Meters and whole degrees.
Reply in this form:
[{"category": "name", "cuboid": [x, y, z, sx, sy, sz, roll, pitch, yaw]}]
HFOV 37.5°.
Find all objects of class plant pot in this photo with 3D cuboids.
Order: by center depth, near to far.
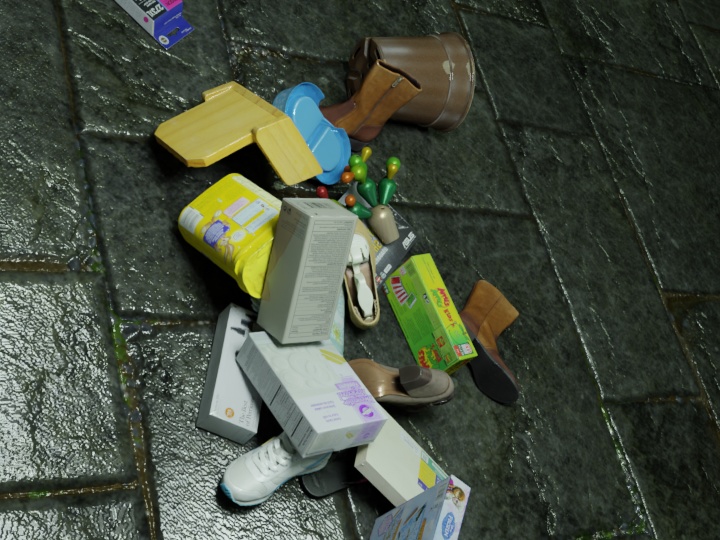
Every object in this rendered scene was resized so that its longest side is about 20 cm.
[{"category": "plant pot", "cuboid": [0.090, -0.379, 2.101, 0.197, 0.200, 0.202, -1, 62, -30]}]

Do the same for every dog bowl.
[{"category": "dog bowl", "cuboid": [-0.091, -0.243, 1.894, 0.112, 0.049, 0.200, -58, 133, -28]}]

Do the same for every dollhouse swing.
[{"category": "dollhouse swing", "cuboid": [-0.207, -0.196, 1.764, 0.176, 0.200, 0.182, -43, 133, -10]}]

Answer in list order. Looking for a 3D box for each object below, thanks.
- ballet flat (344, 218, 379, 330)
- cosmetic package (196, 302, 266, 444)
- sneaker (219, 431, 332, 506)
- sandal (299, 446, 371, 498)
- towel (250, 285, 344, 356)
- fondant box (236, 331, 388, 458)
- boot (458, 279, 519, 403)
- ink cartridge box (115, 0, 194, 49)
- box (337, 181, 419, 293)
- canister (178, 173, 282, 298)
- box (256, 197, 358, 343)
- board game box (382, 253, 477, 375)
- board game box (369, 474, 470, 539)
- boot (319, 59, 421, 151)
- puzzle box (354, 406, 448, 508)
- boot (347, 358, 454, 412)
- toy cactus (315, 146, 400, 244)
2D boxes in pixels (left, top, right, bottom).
[{"category": "ballet flat", "cuboid": [0.000, 0.000, 1.784, 0.068, 0.063, 0.202, -14, 91, -7]}, {"category": "cosmetic package", "cuboid": [-0.187, 0.153, 1.609, 0.082, 0.051, 0.201, 24, 49, -22]}, {"category": "sneaker", "cuboid": [-0.119, 0.272, 1.545, 0.199, 0.081, 0.077, -23, 59, -41]}, {"category": "sandal", "cuboid": [-0.007, 0.300, 1.651, 0.199, 0.045, 0.075, -15, 70, -43]}, {"category": "towel", "cuboid": [-0.095, 0.035, 1.722, 0.200, 0.048, 0.172, 41, 37, -35]}, {"category": "fondant box", "cuboid": [-0.072, 0.174, 1.568, 0.144, 0.058, 0.200, -3, 45, -44]}, {"category": "boot", "cuboid": [0.249, 0.131, 1.972, 0.188, 0.069, 0.200, 41, 37, 3]}, {"category": "ink cartridge box", "cuboid": [-0.391, -0.494, 1.909, 0.200, 0.037, 0.095, 45, 44, -6]}, {"category": "box", "cuboid": [0.001, -0.054, 1.898, 0.158, 0.048, 0.200, 45, 44, -4]}, {"category": "canister", "cuboid": [-0.176, -0.060, 1.649, 0.148, 0.087, 0.200, -40, 46, -18]}, {"category": "box", "cuboid": [-0.080, 0.001, 1.565, 0.094, 0.202, 0.078, -1, 23, -41]}, {"category": "board game box", "cuboid": [0.118, 0.084, 1.856, 0.047, 0.102, 0.201, -9, 67, -40]}, {"category": "board game box", "cuboid": [0.063, 0.415, 1.517, 0.041, 0.199, 0.201, 36, 46, -13]}, {"category": "boot", "cuboid": [-0.016, -0.309, 1.940, 0.187, 0.200, 0.069, 24, 50, -23]}, {"category": "puzzle box", "cuboid": [0.070, 0.317, 1.660, 0.200, 0.025, 0.133, 48, 28, -21]}, {"category": "boot", "cuboid": [0.053, 0.197, 1.733, 0.146, 0.198, 0.071, 45, 44, -58]}, {"category": "toy cactus", "cuboid": [0.011, -0.122, 1.871, 0.200, 0.102, 0.166, -39, 105, -48]}]
